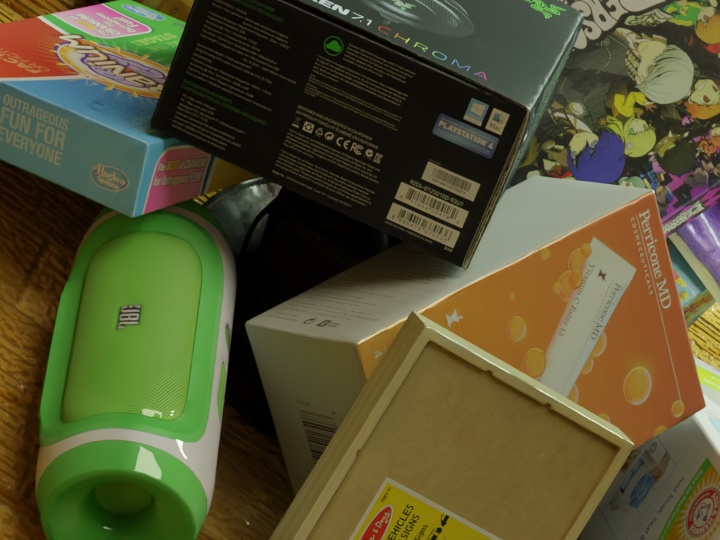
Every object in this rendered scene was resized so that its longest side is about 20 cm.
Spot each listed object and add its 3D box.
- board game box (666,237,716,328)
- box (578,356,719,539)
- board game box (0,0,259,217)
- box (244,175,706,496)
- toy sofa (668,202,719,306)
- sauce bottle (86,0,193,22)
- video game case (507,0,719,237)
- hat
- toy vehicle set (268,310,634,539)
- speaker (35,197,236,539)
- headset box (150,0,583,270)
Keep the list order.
[{"bbox_3d":[0.119,-0.038,1.706,0.200,0.103,0.105,50,29,11],"label":"board game box"},{"bbox_3d":[0.190,0.134,1.546,0.112,0.102,0.200,26,16,-22],"label":"box"},{"bbox_3d":[-0.121,-0.088,1.506,0.152,0.041,0.200,23,21,23],"label":"board game box"},{"bbox_3d":[0.060,0.048,1.448,0.199,0.097,0.125,-27,111,-31],"label":"box"},{"bbox_3d":[0.250,-0.007,1.645,0.200,0.083,0.098,54,27,0],"label":"toy sofa"},{"bbox_3d":[-0.065,-0.126,1.654,0.199,0.066,0.066,35,35,-9],"label":"sauce bottle"},{"bbox_3d":[0.126,-0.096,1.614,0.182,0.199,0.036,57,2,19],"label":"video game case"},{"bbox_3d":[0.000,0.000,1.529,0.199,0.081,0.201,11,46,-12],"label":"hat"},{"bbox_3d":[0.026,0.135,1.360,0.124,0.201,0.027,30,5,-19],"label":"toy vehicle set"},{"bbox_3d":[-0.108,0.052,1.403,0.088,0.088,0.201,28,37,-20],"label":"speaker"},{"bbox_3d":[0.010,-0.105,1.464,0.173,0.093,0.200,25,23,4],"label":"headset box"}]
